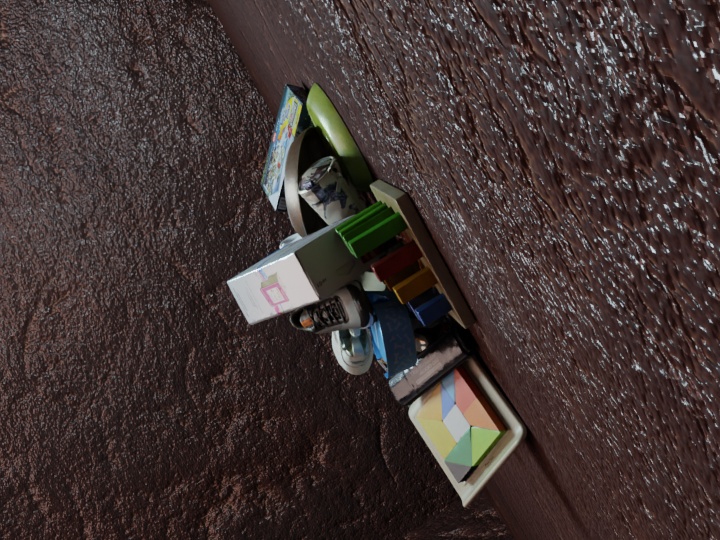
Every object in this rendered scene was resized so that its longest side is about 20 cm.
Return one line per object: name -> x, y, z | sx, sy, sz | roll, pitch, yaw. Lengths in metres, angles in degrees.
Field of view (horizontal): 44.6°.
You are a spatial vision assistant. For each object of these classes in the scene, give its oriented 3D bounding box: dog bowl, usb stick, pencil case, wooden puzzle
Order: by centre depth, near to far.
dog bowl -> 0.046, 0.091, 1.355 | 0.200, 0.049, 0.113 | -124, 23, -76
wooden puzzle -> 0.155, 0.235, 1.364 | 0.201, 0.037, 0.186 | 59, 134, 35
usb stick -> 0.108, 0.150, 1.369 | 0.056, 0.032, 0.200 | 59, 138, 16
pencil case -> -0.011, -0.087, 1.394 | 0.200, 0.078, 0.089 | 48, 157, -19

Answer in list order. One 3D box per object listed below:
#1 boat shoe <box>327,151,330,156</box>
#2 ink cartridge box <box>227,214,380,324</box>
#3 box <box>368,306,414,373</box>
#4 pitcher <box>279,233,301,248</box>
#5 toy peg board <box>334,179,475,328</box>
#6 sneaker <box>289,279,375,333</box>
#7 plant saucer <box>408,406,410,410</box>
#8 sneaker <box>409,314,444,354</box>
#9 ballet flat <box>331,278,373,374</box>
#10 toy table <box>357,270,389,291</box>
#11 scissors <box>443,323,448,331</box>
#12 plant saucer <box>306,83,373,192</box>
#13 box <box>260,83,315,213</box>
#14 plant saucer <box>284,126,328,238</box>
boat shoe -> -0.052, -0.189, 1.679 | 0.201, 0.071, 0.068 | 66, 153, 27
ink cartridge box -> -0.088, 0.000, 1.356 | 0.199, 0.144, 0.085 | -19, 102, 49
box -> 0.047, 0.080, 1.699 | 0.199, 0.049, 0.201 | 55, -150, -41
pitcher -> -0.077, -0.072, 1.864 | 0.122, 0.199, 0.172 | 60, 178, -29
toy peg board -> 0.050, -0.009, 1.233 | 0.200, 0.097, 0.200 | 60, 178, -14
sneaker -> -0.042, 0.066, 1.339 | 0.200, 0.079, 0.075 | -16, 96, 61
plant saucer -> 0.159, 0.234, 1.682 | 0.199, 0.036, 0.202 | 30, -135, -35
sneaker -> 0.103, 0.118, 1.482 | 0.200, 0.073, 0.080 | 102, 158, -82
ballet flat -> -0.013, 0.103, 1.449 | 0.070, 0.069, 0.202 | -125, 23, -57
toy table -> 0.000, 0.000, 1.540 | 0.183, 0.117, 0.202 | 28, -142, -45
scissors -> 0.132, 0.075, 1.585 | 0.201, 0.014, 0.073 | 60, 179, 22
plant saucer -> -0.038, -0.209, 1.435 | 0.201, 0.031, 0.200 | 60, 178, 3
box -> -0.129, -0.224, 1.604 | 0.137, 0.037, 0.202 | -123, 46, -59
plant saucer -> -0.090, -0.141, 1.492 | 0.200, 0.034, 0.203 | -2, -90, -77
